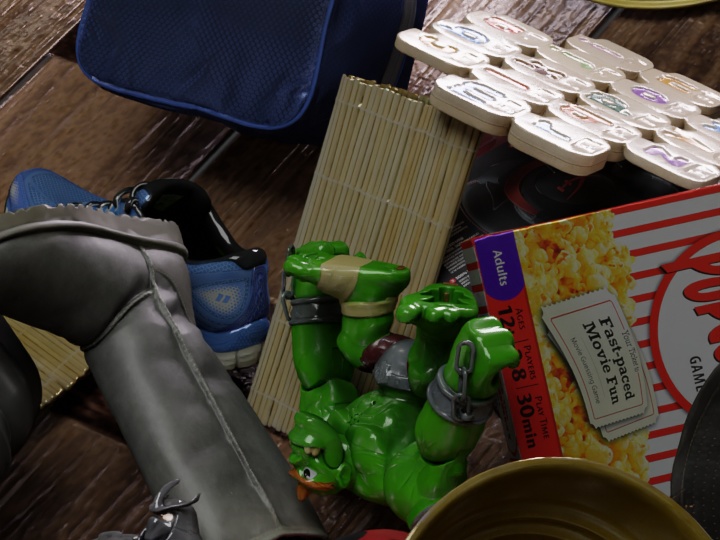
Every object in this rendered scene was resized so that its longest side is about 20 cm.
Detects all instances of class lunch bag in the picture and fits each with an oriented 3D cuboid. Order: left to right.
[{"bbox_3d":[-0.066,-0.153,1.575,0.200,0.132,0.136,19,95,30],"label":"lunch bag"}]

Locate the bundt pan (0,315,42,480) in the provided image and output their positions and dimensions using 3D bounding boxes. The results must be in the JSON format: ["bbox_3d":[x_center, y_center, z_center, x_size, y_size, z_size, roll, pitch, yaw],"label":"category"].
[{"bbox_3d":[-0.245,0.101,1.367,0.202,0.076,0.202,-40,14,12],"label":"bundt pan"}]

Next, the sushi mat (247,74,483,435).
[{"bbox_3d":[0.000,0.000,1.402,0.096,0.012,0.200,21,97,36],"label":"sushi mat"}]

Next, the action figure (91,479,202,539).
[{"bbox_3d":[-0.117,0.191,1.227,0.130,0.069,0.200,-3,62,52],"label":"action figure"}]

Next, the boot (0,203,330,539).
[{"bbox_3d":[-0.115,0.067,1.318,0.182,0.073,0.200,-1,64,-46],"label":"boot"}]

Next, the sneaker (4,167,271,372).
[{"bbox_3d":[-0.122,-0.021,1.484,0.200,0.089,0.078,27,28,31],"label":"sneaker"}]

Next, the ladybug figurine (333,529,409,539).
[{"bbox_3d":[-0.015,0.195,1.255,0.136,0.072,0.200,17,52,30],"label":"ladybug figurine"}]

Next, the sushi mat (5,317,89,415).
[{"bbox_3d":[-0.231,0.029,1.521,0.096,0.012,0.200,-38,48,-24],"label":"sushi mat"}]

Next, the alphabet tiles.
[{"bbox_3d":[0.122,-0.092,1.424,0.195,0.015,0.200,28,25,22],"label":"alphabet tiles"}]

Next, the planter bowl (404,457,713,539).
[{"bbox_3d":[0.079,0.191,1.194,0.200,0.200,0.083,-43,6,-26],"label":"planter bowl"}]

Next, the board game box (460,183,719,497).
[{"bbox_3d":[0.164,0.037,1.306,0.200,0.152,0.046,-13,-1,-6],"label":"board game box"}]

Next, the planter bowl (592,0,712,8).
[{"bbox_3d":[0.195,-0.260,1.648,0.200,0.084,0.201,-8,44,8],"label":"planter bowl"}]

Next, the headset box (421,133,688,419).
[{"bbox_3d":[0.103,-0.008,1.429,0.148,0.075,0.200,-29,45,-14],"label":"headset box"}]

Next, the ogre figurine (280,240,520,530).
[{"bbox_3d":[0.015,0.061,1.315,0.200,0.120,0.098,15,16,40],"label":"ogre figurine"}]

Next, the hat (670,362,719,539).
[{"bbox_3d":[0.245,0.103,1.251,0.200,0.201,0.081,-14,4,2],"label":"hat"}]
